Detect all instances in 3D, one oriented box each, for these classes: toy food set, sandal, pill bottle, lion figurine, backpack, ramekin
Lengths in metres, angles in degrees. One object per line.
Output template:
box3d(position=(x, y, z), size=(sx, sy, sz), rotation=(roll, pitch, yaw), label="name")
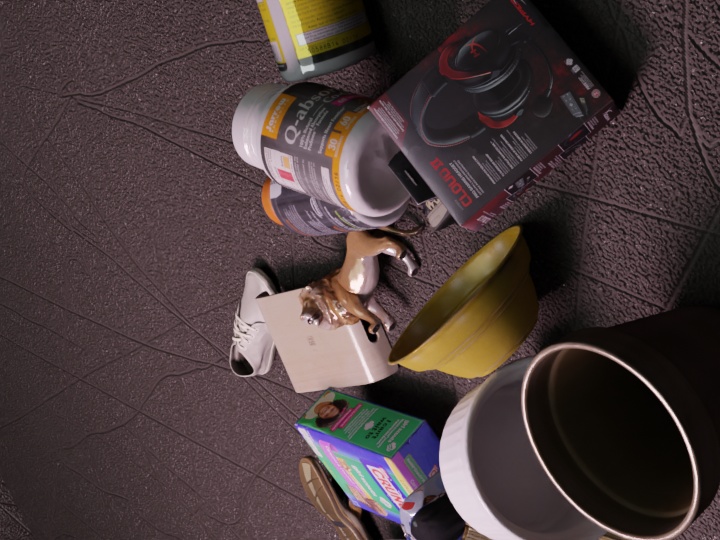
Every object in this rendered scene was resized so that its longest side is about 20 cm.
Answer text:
box3d(position=(-0.046, 0.081, 1.697), size=(0.200, 0.060, 0.144), rotation=(-14, 102, 47), label="toy food set")
box3d(position=(-0.023, 0.342, 1.855), size=(0.200, 0.054, 0.080), rotation=(55, 155, -16), label="sandal")
box3d(position=(-0.037, -0.095, 1.502), size=(0.200, 0.106, 0.107), rotation=(-5, 109, 54), label="pill bottle")
box3d(position=(0.000, 0.000, 1.545), size=(0.122, 0.072, 0.200), rotation=(39, 118, 28), label="lion figurine")
box3d(position=(0.144, 0.317, 1.493), size=(0.154, 0.200, 0.191), rotation=(35, 149, 51), label="backpack")
box3d(position=(0.181, 0.196, 1.345), size=(0.201, 0.200, 0.098), rotation=(60, 154, 2), label="ramekin")
box3d(position=(-0.038, -0.134, 1.339), size=(0.200, 0.116, 0.117), rotation=(21, 130, 41), label="pill bottle")
box3d(position=(-0.062, -0.314, 1.374), size=(0.111, 0.111, 0.201), rotation=(4, 117, 52), label="pill bottle")

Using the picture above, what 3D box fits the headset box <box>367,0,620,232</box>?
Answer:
box3d(position=(0.117, -0.143, 1.187), size=(0.200, 0.075, 0.149), rotation=(-39, 77, 12), label="headset box")

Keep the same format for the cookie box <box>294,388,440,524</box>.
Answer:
box3d(position=(0.035, 0.250, 1.639), size=(0.200, 0.075, 0.171), rotation=(10, 141, 50), label="cookie box")

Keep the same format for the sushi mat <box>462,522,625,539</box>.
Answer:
box3d(position=(0.209, 0.308, 1.385), size=(0.199, 0.096, 0.012), rotation=(18, 161, -2), label="sushi mat")

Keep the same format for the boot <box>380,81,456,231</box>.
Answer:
box3d(position=(0.090, -0.150, 1.325), size=(0.154, 0.073, 0.204), rotation=(56, 145, 14), label="boot")

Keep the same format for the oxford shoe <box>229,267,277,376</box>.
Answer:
box3d(position=(-0.155, 0.083, 1.834), size=(0.075, 0.058, 0.200), rotation=(42, 140, 31), label="oxford shoe")

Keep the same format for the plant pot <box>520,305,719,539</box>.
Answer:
box3d(position=(0.278, 0.122, 1.173), size=(0.200, 0.173, 0.201), rotation=(32, 136, 37), label="plant pot")

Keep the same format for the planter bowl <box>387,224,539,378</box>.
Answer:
box3d(position=(0.126, 0.052, 1.333), size=(0.083, 0.201, 0.200), rotation=(43, 147, -6), label="planter bowl")
